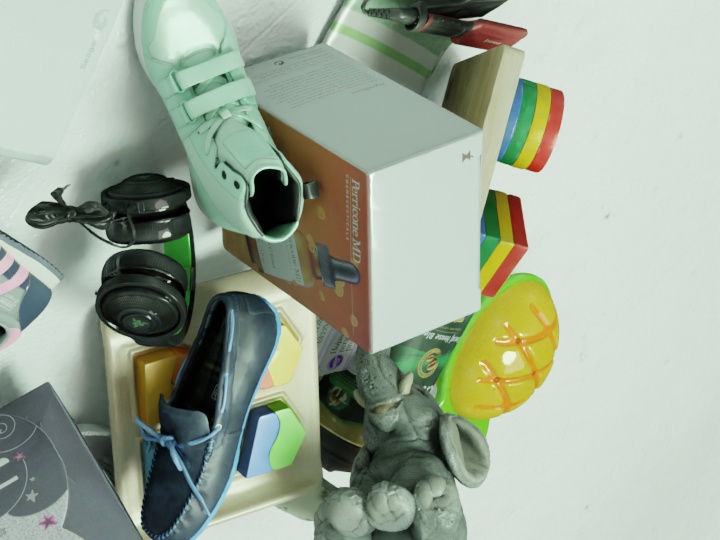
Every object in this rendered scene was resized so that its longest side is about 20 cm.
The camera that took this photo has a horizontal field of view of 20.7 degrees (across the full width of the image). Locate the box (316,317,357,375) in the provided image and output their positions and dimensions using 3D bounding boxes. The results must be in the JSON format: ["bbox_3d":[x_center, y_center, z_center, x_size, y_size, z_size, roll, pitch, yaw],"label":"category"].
[{"bbox_3d":[0.000,0.000,1.667,0.039,0.041,0.201,-9,135,-44],"label":"box"}]

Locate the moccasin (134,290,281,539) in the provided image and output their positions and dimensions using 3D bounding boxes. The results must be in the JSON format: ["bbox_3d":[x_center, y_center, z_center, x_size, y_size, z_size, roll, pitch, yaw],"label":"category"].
[{"bbox_3d":[-0.129,0.107,1.482,0.068,0.080,0.201,23,83,-53],"label":"moccasin"}]

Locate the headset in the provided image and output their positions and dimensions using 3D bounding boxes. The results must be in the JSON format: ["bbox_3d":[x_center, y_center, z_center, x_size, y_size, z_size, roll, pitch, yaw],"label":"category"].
[{"bbox_3d":[-0.168,-0.014,1.414,0.200,0.093,0.124,56,34,-73],"label":"headset"}]

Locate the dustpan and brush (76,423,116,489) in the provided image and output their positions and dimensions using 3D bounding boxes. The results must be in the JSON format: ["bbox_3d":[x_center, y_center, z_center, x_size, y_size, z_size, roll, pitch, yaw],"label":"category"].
[{"bbox_3d":[-0.182,0.173,1.585,0.199,0.057,0.140,-20,130,-44],"label":"dustpan and brush"}]

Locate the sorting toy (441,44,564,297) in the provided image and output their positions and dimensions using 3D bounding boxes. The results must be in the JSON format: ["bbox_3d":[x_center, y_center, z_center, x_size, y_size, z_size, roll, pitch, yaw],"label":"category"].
[{"bbox_3d":[0.100,-0.069,1.599,0.199,0.069,0.201,-171,-83,-81],"label":"sorting toy"}]

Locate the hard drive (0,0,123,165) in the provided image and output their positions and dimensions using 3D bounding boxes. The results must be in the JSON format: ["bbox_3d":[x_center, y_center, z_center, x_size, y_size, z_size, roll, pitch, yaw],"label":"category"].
[{"bbox_3d":[-0.249,-0.144,1.263,0.200,0.026,0.132,10,109,-55],"label":"hard drive"}]

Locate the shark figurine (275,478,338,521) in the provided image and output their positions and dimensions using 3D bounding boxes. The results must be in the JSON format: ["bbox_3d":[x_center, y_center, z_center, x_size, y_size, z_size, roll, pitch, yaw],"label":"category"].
[{"bbox_3d":[-0.083,0.121,1.684,0.090,0.127,0.215,-61,137,-61],"label":"shark figurine"}]

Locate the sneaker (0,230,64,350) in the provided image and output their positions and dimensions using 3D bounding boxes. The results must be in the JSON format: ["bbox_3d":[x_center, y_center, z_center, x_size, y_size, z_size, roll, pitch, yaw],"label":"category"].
[{"bbox_3d":[-0.274,0.000,1.310,0.082,0.070,0.200,-58,147,-5],"label":"sneaker"}]

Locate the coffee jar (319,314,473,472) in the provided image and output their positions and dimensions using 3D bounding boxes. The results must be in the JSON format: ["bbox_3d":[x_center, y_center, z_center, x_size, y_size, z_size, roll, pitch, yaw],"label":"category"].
[{"bbox_3d":[0.022,0.088,1.761,0.104,0.085,0.201,10,110,-55],"label":"coffee jar"}]

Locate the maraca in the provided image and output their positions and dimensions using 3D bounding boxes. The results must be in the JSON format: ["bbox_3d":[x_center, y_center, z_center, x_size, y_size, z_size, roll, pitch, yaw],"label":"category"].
[{"bbox_3d":[0.118,0.092,1.871,0.137,0.107,0.201,20,101,-49],"label":"maraca"}]

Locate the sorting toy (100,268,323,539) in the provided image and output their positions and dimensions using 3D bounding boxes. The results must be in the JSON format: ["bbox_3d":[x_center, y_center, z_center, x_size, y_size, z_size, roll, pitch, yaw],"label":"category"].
[{"bbox_3d":[-0.110,0.107,1.555,0.184,0.036,0.201,-15,113,-28],"label":"sorting toy"}]

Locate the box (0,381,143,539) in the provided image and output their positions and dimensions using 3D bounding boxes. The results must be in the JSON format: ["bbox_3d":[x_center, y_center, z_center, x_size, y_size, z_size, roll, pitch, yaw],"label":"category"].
[{"bbox_3d":[-0.225,0.203,1.404,0.132,0.200,0.115,-29,140,-11],"label":"box"}]

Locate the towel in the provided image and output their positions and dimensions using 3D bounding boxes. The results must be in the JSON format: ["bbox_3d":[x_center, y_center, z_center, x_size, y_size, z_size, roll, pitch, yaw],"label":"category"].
[{"bbox_3d":[-0.001,-0.132,1.602,0.152,0.023,0.201,16,104,-56],"label":"towel"}]

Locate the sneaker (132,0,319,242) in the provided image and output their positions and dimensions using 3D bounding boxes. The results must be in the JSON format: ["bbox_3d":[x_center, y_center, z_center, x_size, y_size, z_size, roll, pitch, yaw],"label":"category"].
[{"bbox_3d":[-0.090,-0.114,1.375,0.074,0.118,0.201,-27,116,-20],"label":"sneaker"}]

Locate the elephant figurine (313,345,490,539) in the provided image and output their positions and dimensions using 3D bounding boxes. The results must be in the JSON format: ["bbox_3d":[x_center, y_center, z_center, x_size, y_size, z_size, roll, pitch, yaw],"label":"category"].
[{"bbox_3d":[0.043,0.155,1.644,0.201,0.141,0.156,-78,-179,-46],"label":"elephant figurine"}]

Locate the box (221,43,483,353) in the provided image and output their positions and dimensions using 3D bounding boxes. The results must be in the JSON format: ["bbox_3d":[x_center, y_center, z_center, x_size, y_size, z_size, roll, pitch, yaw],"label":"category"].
[{"bbox_3d":[-0.011,-0.058,1.464,0.106,0.200,0.153,-21,125,-30],"label":"box"}]

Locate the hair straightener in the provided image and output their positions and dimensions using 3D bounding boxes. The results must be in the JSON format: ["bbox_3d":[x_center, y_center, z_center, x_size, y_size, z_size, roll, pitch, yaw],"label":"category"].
[{"bbox_3d":[0.060,-0.218,1.582,0.041,0.077,0.200,-31,164,36],"label":"hair straightener"}]
